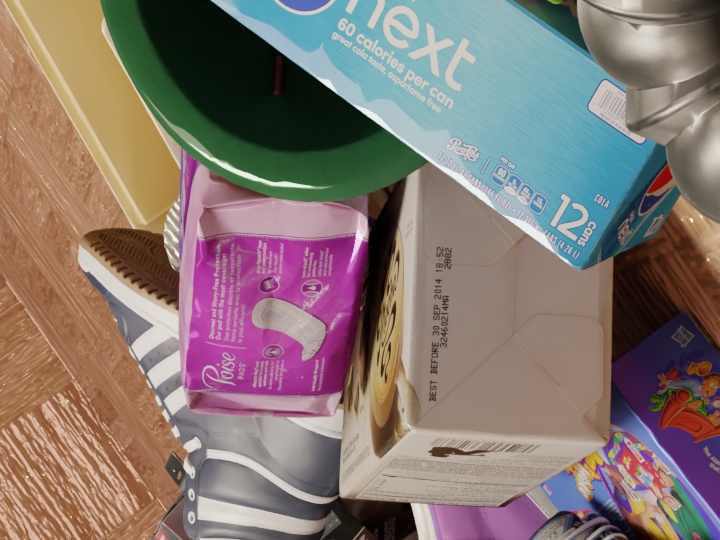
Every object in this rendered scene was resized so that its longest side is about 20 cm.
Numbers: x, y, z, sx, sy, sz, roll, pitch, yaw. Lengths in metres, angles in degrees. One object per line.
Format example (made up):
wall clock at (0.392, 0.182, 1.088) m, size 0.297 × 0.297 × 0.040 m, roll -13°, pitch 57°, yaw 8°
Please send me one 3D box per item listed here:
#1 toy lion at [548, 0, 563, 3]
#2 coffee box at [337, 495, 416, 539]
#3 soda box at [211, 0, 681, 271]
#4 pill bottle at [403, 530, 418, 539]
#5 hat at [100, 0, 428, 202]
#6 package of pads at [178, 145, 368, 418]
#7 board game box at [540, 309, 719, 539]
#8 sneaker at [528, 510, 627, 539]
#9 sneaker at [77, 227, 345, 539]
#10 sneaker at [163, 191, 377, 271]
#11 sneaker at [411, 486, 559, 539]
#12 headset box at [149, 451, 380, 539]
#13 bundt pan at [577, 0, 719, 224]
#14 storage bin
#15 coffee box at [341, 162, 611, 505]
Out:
toy lion at (-0.001, -0.167, 0.686) m, size 0.191 × 0.069 × 0.200 m, roll 35°, pitch -162°, yaw -27°
coffee box at (0.011, 0.088, 1.219) m, size 0.080 × 0.113 × 0.200 m, roll 50°, pitch 165°, yaw 18°
soda box at (0.024, -0.087, 0.729) m, size 0.200 × 0.064 × 0.068 m, roll 38°, pitch -153°, yaw 17°
pill bottle at (0.086, 0.236, 1.306) m, size 0.200 × 0.116 × 0.116 m, roll 48°, pitch 165°, yaw 33°
hat at (0.000, -0.131, 0.877) m, size 0.200 × 0.165 × 0.176 m, roll 61°, pitch -159°, yaw 5°
package of pads at (-0.039, -0.046, 0.929) m, size 0.200 × 0.075 × 0.121 m, roll -94°, pitch 9°, yaw -48°
board game box at (0.144, 0.107, 0.952) m, size 0.135 × 0.045 × 0.200 m, roll 53°, pitch 166°, yaw 10°
sneaker at (0.099, 0.147, 0.951) m, size 0.085 × 0.077 × 0.200 m, roll 56°, pitch 167°, yaw 13°
sneaker at (-0.081, 0.062, 1.093) m, size 0.200 × 0.070 × 0.109 m, roll 33°, pitch 117°, yaw 33°
sneaker at (0.000, -0.001, 1.073) m, size 0.200 × 0.070 × 0.100 m, roll 27°, pitch -170°, yaw -9°
sneaker at (0.099, 0.156, 1.081) m, size 0.201 × 0.114 × 0.073 m, roll 51°, pitch 165°, yaw 10°
headset box at (-0.034, 0.173, 1.183) m, size 0.200 × 0.075 × 0.149 m, roll 41°, pitch 162°, yaw 3°
bundt pan at (0.120, -0.065, 0.565) m, size 0.202 × 0.076 × 0.202 m, roll 51°, pitch 167°, yaw 17°
storage bin at (-0.097, -0.101, 1.179) m, size 0.199 × 0.094 × 0.200 m, roll 61°, pitch 165°, yaw -26°
coffee box at (0.044, 0.030, 0.905) m, size 0.200 × 0.080 × 0.113 m, roll 121°, pitch 153°, yaw -75°
